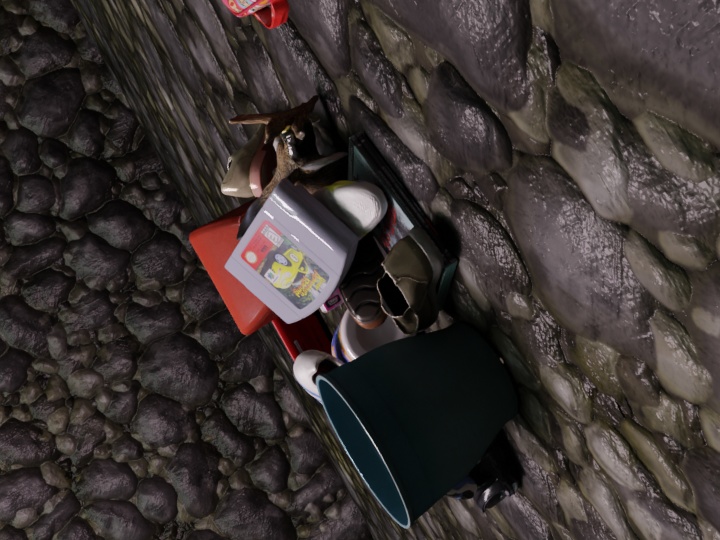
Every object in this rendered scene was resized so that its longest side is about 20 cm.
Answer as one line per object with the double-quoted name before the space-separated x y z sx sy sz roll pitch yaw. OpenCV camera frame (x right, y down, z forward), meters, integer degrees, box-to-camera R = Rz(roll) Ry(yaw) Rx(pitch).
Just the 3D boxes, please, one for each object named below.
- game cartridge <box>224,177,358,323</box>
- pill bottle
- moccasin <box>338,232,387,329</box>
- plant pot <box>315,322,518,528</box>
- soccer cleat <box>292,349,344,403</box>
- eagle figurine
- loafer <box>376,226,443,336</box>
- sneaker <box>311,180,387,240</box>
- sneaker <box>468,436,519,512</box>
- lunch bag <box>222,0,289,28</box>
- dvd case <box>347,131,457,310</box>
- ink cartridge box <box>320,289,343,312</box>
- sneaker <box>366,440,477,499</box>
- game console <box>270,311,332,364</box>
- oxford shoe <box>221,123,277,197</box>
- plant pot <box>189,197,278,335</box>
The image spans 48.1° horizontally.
"game cartridge" -0.085 -0.014 1.003 0.133 0.041 0.200 38 140 -4
"pill bottle" 0.014 0.110 1.222 0.113 0.111 0.200 57 165 9
"moccasin" -0.002 0.001 1.075 0.203 0.073 0.078 -114 0 -45
"plant pot" 0.076 0.163 0.958 0.201 0.186 0.201 52 163 23
"soccer cleat" -0.014 0.188 1.172 0.199 0.070 0.086 40 156 -20
"eagle figurine" -0.090 -0.129 1.073 0.152 0.149 0.202 -78 -5 -49
"loafer" 0.048 0.022 0.938 0.075 0.069 0.201 52 163 26
"sneaker" -0.026 -0.080 1.007 0.198 0.105 0.076 -17 110 44
"sneaker" 0.154 0.274 1.124 0.115 0.075 0.200 61 163 6
"lunch bag" -0.121 -0.349 0.864 0.178 0.081 0.200 65 164 -20
"dvd case" 0.045 -0.053 0.983 0.201 0.022 0.146 56 165 19
"ink cartridge box" -0.061 -0.047 1.208 0.202 0.094 0.037 61 165 -3
"sneaker" 0.068 0.233 1.059 0.198 0.078 0.076 29 170 10
"game console" -0.121 0.163 1.787 0.118 0.172 0.202 -27 93 49
"oxford shoe" -0.164 -0.176 1.222 0.201 0.073 0.072 -82 -16 -58
"plant pot" -0.139 -0.037 1.337 0.202 0.198 0.176 60 155 -1
